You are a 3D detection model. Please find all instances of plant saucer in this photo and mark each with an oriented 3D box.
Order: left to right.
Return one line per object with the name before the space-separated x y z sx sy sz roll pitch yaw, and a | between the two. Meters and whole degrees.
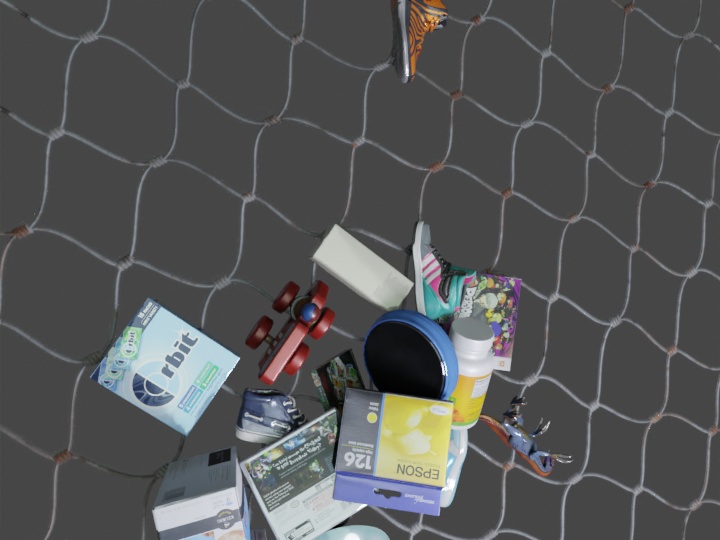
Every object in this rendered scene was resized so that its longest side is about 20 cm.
plant saucer | -0.034 0.561 1.013 0.199 0.039 0.202 -8 123 -12

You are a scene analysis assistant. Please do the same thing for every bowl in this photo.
bowl | 0.089 0.174 1.019 0.039 0.200 0.202 -26 98 -49

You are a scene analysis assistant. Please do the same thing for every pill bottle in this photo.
pill bottle | 0.197 0.198 1.044 0.110 0.111 0.202 1 117 -14

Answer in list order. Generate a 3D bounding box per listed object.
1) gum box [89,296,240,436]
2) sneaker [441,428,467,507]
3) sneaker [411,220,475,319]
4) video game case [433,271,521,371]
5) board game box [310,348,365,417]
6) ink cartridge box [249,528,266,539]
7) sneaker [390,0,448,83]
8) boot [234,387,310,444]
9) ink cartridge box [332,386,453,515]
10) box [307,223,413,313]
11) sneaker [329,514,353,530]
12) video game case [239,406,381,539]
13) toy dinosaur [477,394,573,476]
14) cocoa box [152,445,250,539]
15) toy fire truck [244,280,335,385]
gum box | -0.350 0.174 0.977 0.199 0.045 0.171 36 82 -11
sneaker | 0.139 0.375 1.087 0.129 0.079 0.202 13 86 -15
sneaker | 0.167 -0.005 1.060 0.120 0.084 0.202 -5 81 14
video game case | 0.243 0.104 1.134 0.180 0.036 0.202 9 88 -14
board game box | -0.024 0.267 1.048 0.104 0.023 0.202 -24 96 -47
ink cartridge box | -0.230 0.528 0.973 0.198 0.115 0.069 6 89 -15
sneaker | 0.124 -0.480 1.080 0.111 0.078 0.202 -2 91 -13
boot | -0.133 0.282 1.018 0.198 0.073 0.091 11 93 -14
ink cartridge box | 0.057 0.320 0.950 0.196 0.047 0.202 7 79 4
box | 0.000 0.000 1.055 0.200 0.068 0.082 38 81 -11
sneaker | -0.083 0.480 1.019 0.071 0.099 0.200 41 82 -13
video game case | -0.090 0.379 0.972 0.199 0.023 0.183 -28 86 -10
toy dinosaur | 0.354 0.369 1.164 0.198 0.105 0.183 -9 108 23
cocoa box | -0.264 0.411 0.920 0.132 0.200 0.132 -11 93 -13
toy fire truck | -0.119 0.107 0.973 0.112 0.168 0.201 38 82 -12
